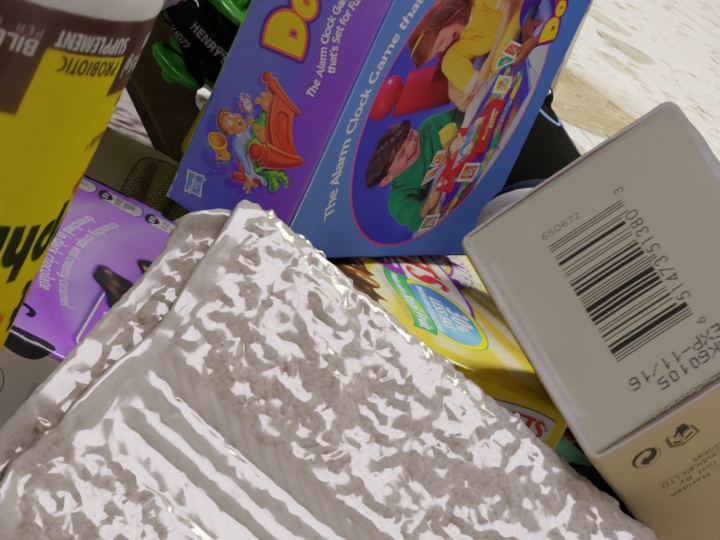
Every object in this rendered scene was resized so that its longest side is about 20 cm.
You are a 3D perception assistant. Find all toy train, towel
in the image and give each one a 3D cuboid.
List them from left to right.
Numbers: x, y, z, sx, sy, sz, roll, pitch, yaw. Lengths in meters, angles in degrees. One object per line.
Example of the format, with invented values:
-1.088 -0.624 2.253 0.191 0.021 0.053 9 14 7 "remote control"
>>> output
-0.080 -0.117 0.912 0.200 0.042 0.056 49 16 13 "toy train"
0.000 0.081 0.694 0.200 0.034 0.133 38 61 3 "towel"

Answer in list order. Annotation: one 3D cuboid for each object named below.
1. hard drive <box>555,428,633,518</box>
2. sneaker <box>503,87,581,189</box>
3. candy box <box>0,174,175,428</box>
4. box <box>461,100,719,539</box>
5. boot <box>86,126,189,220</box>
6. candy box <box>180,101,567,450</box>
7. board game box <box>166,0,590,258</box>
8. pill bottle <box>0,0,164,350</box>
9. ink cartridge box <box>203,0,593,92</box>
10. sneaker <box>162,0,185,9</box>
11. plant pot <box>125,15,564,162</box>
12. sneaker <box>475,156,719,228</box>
0.094 0.084 0.987 0.139 0.038 0.200 12 24 -42 "hard drive"
0.033 -0.087 0.924 0.200 0.078 0.070 41 10 -26 "sneaker"
-0.041 0.055 0.807 0.199 0.072 0.168 27 16 -4 "candy box"
0.115 0.047 0.803 0.200 0.078 0.095 51 7 -52 "box"
-0.130 -0.051 0.971 0.155 0.073 0.200 24 19 -10 "boot"
0.000 0.000 0.867 0.102 0.026 0.200 25 14 -19 "candy box"
0.030 -0.101 0.816 0.045 0.201 0.134 32 16 25 "board game box"
-0.134 -0.013 0.645 0.109 0.201 0.109 25 17 -8 "pill bottle"
0.008 -0.140 1.221 0.200 0.198 0.047 32 39 14 "ink cartridge box"
-0.065 -0.135 0.779 0.080 0.077 0.200 -6 -15 -11 "sneaker"
-0.025 -0.122 1.043 0.177 0.199 0.200 -98 166 -59 "plant pot"
0.131 -0.025 0.903 0.199 0.070 0.109 14 62 -21 "sneaker"
